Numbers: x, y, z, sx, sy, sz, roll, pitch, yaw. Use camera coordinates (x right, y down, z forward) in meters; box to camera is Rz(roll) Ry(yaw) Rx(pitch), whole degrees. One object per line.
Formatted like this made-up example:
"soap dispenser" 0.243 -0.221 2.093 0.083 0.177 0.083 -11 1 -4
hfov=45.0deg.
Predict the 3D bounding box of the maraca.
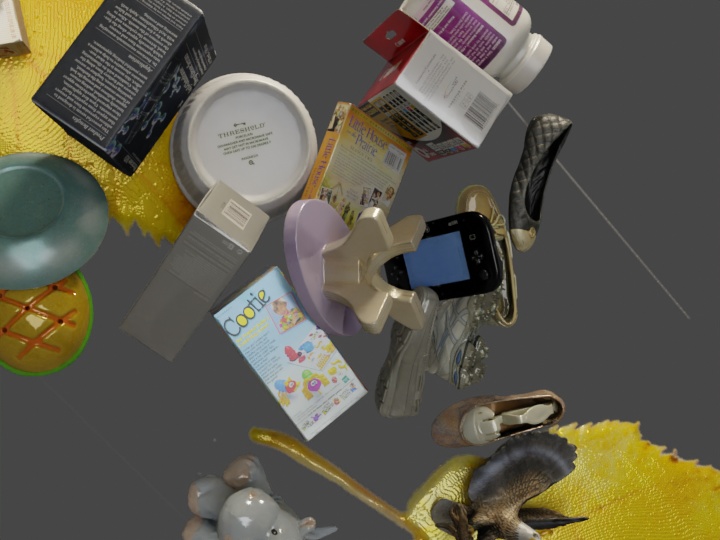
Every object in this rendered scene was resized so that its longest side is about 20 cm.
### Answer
"maraca" -0.401 0.029 1.064 0.136 0.107 0.202 -10 85 -14

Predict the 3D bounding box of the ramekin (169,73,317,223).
"ramekin" -0.147 -0.159 1.123 0.200 0.094 0.205 0 92 -13

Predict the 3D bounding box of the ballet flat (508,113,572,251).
"ballet flat" 0.250 -0.125 1.227 0.066 0.056 0.202 16 85 -54

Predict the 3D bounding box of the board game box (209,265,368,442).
"board game box" -0.096 0.105 1.135 0.105 0.103 0.201 -37 99 -10

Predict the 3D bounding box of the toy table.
"toy table" 0.000 0.000 1.061 0.200 0.116 0.185 54 45 -46

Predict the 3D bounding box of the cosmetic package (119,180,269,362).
"cosmetic package" -0.203 0.002 1.065 0.090 0.107 0.200 37 115 -12

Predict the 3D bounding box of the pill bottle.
"pill bottle" 0.159 -0.332 1.182 0.199 0.112 0.113 36 83 -11

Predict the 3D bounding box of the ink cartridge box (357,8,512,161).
"ink cartridge box" 0.072 -0.231 1.118 0.175 0.200 0.084 35 84 -11

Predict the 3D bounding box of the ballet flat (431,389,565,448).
"ballet flat" 0.198 0.207 1.223 0.198 0.067 0.069 -14 93 -12

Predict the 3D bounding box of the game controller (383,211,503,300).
"game controller" 0.103 -0.014 1.141 0.042 0.199 0.105 -25 99 -41

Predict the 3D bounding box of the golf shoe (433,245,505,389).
"golf shoe" 0.133 0.056 1.182 0.078 0.097 0.202 0 106 -53

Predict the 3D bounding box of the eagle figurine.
"eagle figurine" 0.211 0.332 1.200 0.199 0.152 0.151 -30 70 -30

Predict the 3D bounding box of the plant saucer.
"plant saucer" -0.407 -0.073 1.044 0.199 0.039 0.203 4 58 -7

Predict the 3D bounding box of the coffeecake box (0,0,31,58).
"coffeecake box" -0.520 -0.329 1.046 0.198 0.073 0.155 -13 95 -12

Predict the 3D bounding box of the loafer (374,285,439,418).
"loafer" 0.073 0.112 1.168 0.069 0.070 0.202 7 119 -16

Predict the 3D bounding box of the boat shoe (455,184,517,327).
"boat shoe" 0.182 -0.021 1.217 0.072 0.063 0.203 -9 93 -13

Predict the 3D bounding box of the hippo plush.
"hippo plush" -0.136 0.347 1.100 0.200 0.161 0.159 44 82 -10

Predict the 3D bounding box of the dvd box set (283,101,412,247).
"dvd box set" -0.013 -0.100 1.149 0.146 0.029 0.202 24 85 -49

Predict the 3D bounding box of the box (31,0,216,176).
"box" -0.279 -0.237 1.056 0.107 0.148 0.201 34 84 0
